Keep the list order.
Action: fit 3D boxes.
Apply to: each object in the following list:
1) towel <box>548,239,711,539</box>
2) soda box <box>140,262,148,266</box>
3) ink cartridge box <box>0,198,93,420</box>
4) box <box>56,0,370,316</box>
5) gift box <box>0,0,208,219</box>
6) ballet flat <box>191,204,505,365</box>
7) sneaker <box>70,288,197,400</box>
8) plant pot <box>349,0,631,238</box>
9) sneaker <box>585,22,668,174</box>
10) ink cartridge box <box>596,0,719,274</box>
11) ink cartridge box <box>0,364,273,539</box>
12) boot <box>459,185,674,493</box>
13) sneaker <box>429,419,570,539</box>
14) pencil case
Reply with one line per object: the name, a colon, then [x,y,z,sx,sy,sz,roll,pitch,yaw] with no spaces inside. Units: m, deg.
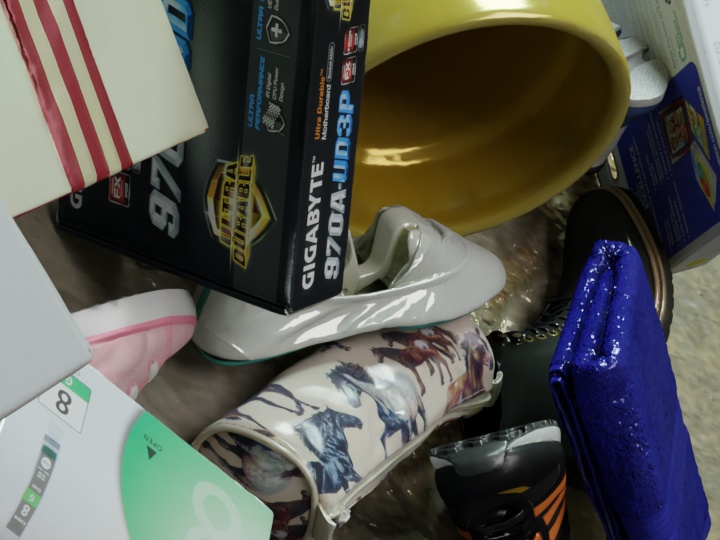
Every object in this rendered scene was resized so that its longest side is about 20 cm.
towel: [0.153,0.100,1.310,0.148,0.049,0.201,-71,147,-60]
soda box: [-0.098,-0.106,1.236,0.063,0.068,0.202,-6,77,-48]
ink cartridge box: [-0.227,0.061,0.922,0.144,0.199,0.085,-34,95,-49]
box: [-0.073,-0.097,1.127,0.046,0.158,0.202,-21,123,-50]
gift box: [-0.198,-0.115,1.061,0.200,0.184,0.188,-33,105,-53]
ballet flat: [0.000,0.000,1.236,0.199,0.069,0.070,-13,81,-31]
sneaker: [-0.147,0.075,1.099,0.200,0.075,0.105,-18,90,-49]
plant pot: [0.031,-0.147,1.317,0.200,0.201,0.190,17,44,-41]
sneaker: [0.094,-0.127,1.447,0.080,0.116,0.199,-19,55,-41]
ink cartridge box: [0.194,-0.106,1.454,0.047,0.200,0.199,-12,79,-14]
ink cartridge box: [-0.118,0.143,0.986,0.161,0.050,0.201,42,35,-29]
boot: [0.118,0.031,1.403,0.138,0.077,0.201,16,59,-36]
sneaker: [0.086,0.137,1.256,0.200,0.069,0.091,53,23,-77]
pencil case: [-0.002,0.081,1.240,0.089,0.078,0.200,41,39,13]
